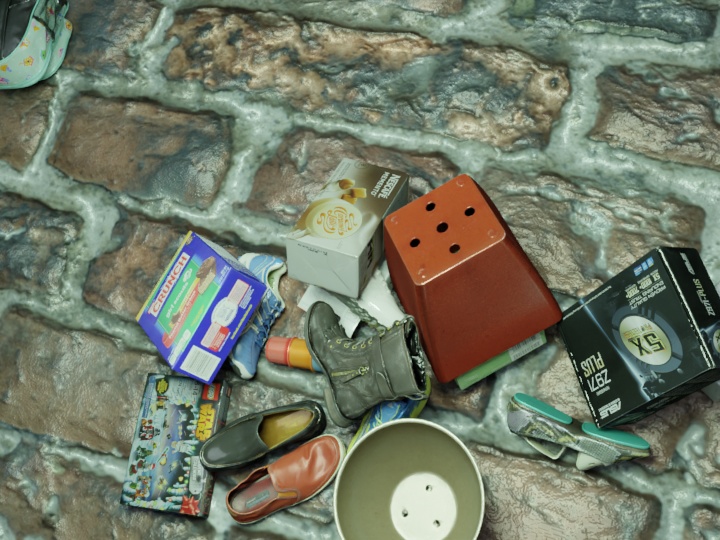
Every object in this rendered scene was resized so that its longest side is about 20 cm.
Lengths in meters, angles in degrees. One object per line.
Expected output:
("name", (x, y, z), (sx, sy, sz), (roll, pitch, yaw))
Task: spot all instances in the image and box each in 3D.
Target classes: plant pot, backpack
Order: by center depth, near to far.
("plant pot", (0.136, -0.006, 1.180), (0.197, 0.177, 0.202), (-28, 49, 3))
("backpack", (-0.643, -0.433, 1.589), (0.172, 0.154, 0.204), (3, 62, 17))

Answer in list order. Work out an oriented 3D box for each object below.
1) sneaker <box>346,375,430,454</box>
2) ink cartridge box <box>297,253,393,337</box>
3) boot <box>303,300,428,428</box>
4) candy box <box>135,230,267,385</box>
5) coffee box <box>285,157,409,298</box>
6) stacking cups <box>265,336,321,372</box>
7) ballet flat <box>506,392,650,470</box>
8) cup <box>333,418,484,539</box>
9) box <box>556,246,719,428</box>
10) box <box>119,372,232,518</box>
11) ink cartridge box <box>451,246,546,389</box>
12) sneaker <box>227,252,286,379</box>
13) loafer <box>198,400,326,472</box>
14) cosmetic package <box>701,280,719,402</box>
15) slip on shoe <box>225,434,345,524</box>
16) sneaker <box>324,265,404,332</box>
("sneaker", (0.028, 0.218, 1.210), (0.075, 0.105, 0.203), (24, 78, 21))
("ink cartridge box", (0.000, 0.000, 1.327), (0.108, 0.050, 0.202), (28, 81, 21))
("boot", (0.013, 0.105, 1.169), (0.173, 0.068, 0.204), (-34, 65, 37))
("candy box", (-0.245, 0.050, 1.297), (0.171, 0.076, 0.199), (-59, 33, 0))
("coffee box", (-0.014, -0.066, 1.236), (0.112, 0.081, 0.201), (17, 46, 17))
("stacking cups", (-0.048, 0.126, 1.288), (0.195, 0.061, 0.062), (8, 73, 18))
("ballet flat", (0.292, 0.231, 1.168), (0.197, 0.072, 0.073), (19, 76, 20))
("cup", (0.074, 0.314, 1.144), (0.195, 0.144, 0.205), (-5, 69, 12))
("box", (0.373, 0.090, 1.117), (0.200, 0.085, 0.167), (-43, 56, 45))
("box", (-0.281, 0.265, 1.309), (0.134, 0.040, 0.205), (3, 71, 14))
("ink cartridge box", (0.165, 0.057, 1.267), (0.144, 0.048, 0.202), (-29, 47, 3))
("sneaker", (-0.163, 0.066, 1.329), (0.075, 0.076, 0.205), (-2, 72, 18))
("loafer", (-0.147, 0.237, 1.249), (0.196, 0.072, 0.074), (-24, 75, -4))
("cosmetic package", (0.512, 0.066, 1.159), (0.200, 0.074, 0.102), (-44, 66, -6))
("slip on shoe", (-0.109, 0.303, 1.240), (0.197, 0.061, 0.075), (-29, 64, 1))
("sneaker", (0.008, 0.022, 1.253), (0.199, 0.077, 0.080), (40, 75, 22))
